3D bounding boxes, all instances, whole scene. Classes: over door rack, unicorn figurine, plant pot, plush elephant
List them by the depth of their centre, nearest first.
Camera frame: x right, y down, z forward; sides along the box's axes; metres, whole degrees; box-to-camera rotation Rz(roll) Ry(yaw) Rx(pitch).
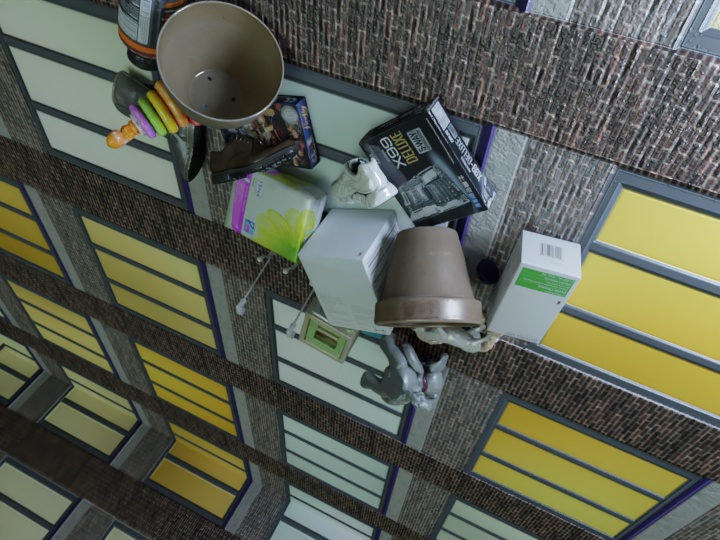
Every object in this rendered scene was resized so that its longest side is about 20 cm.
[{"bbox_3d":[-0.241,-0.325,0.949,0.200,0.201,0.134,41,161,-10],"label":"plant pot"},{"bbox_3d":[0.121,0.015,1.028,0.198,0.176,0.200,0,173,0],"label":"plant pot"},{"bbox_3d":[0.198,0.129,1.201,0.199,0.074,0.138,30,141,4],"label":"unicorn figurine"},{"bbox_3d":[-0.175,0.033,1.260,0.147,0.201,0.067,24,168,12],"label":"over door rack"},{"bbox_3d":[0.128,0.252,1.333,0.200,0.154,0.166,36,113,42],"label":"plush elephant"}]

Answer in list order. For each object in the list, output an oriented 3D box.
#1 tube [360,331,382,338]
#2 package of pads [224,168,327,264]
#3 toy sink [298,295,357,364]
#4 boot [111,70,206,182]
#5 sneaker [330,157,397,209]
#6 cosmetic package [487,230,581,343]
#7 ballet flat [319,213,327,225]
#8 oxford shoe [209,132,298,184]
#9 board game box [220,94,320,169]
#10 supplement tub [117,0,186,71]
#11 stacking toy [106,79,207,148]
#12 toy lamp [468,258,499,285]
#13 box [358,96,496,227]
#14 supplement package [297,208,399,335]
[{"bbox_3d":[0.049,0.112,1.312,0.077,0.051,0.201,23,145,6],"label":"tube"},{"bbox_3d":[-0.175,-0.127,1.143,0.199,0.068,0.155,27,116,17],"label":"package of pads"},{"bbox_3d":[-0.058,0.113,1.331,0.130,0.112,0.201,29,142,5],"label":"toy sink"},{"bbox_3d":[-0.427,-0.300,1.180,0.199,0.073,0.183,22,127,3],"label":"boot"},{"bbox_3d":[-0.006,-0.163,0.999,0.081,0.075,0.200,60,162,-20],"label":"sneaker"},{"bbox_3d":[0.307,0.034,1.007,0.107,0.085,0.201,13,139,5],"label":"cosmetic package"},{"bbox_3d":[-0.155,-0.095,1.216,0.199,0.057,0.066,-1,148,36],"label":"ballet flat"},{"bbox_3d":[-0.209,-0.223,1.054,0.198,0.073,0.085,-9,97,23],"label":"oxford shoe"},{"bbox_3d":[-0.182,-0.270,1.072,0.199,0.035,0.136,12,137,25],"label":"board game box"},{"bbox_3d":[-0.356,-0.441,0.954,0.107,0.107,0.200,35,143,-3],"label":"supplement tub"},{"bbox_3d":[-0.386,-0.287,1.045,0.110,0.199,0.116,54,169,6],"label":"stacking toy"},{"bbox_3d":[0.188,0.038,1.125,0.058,0.058,0.200,41,141,-11],"label":"toy lamp"},{"bbox_3d":[0.114,-0.174,0.955,0.157,0.050,0.200,-13,123,44],"label":"box"},{"bbox_3d":[0.000,0.000,1.138,0.151,0.151,0.201,6,135,31],"label":"supplement package"}]
